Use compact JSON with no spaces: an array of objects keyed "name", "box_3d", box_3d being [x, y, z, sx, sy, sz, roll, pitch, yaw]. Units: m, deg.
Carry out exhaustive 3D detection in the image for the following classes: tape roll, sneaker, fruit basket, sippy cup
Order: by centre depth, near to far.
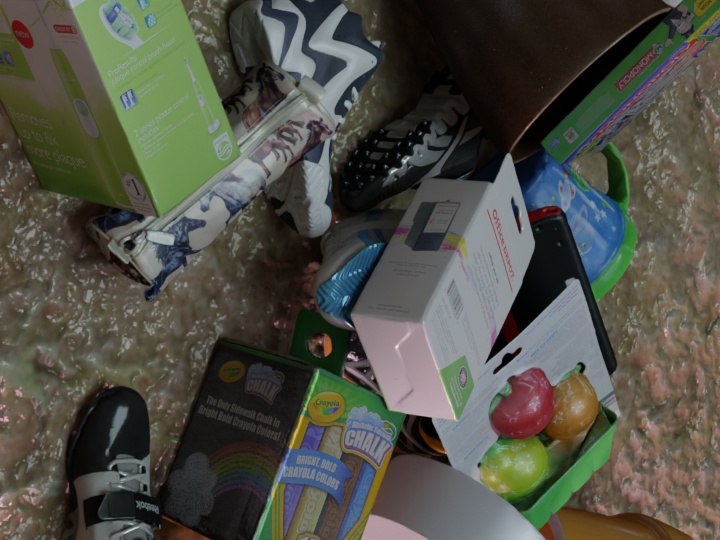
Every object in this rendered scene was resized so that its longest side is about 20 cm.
[{"name":"sneaker","box_3d":[-0.180,0.192,1.218,0.074,0.088,0.202,8,92,-45]},{"name":"sneaker","box_3d":[-0.025,-0.137,1.307,0.129,0.079,0.201,-25,106,-31]},{"name":"sneaker","box_3d":[0.000,0.000,1.325,0.200,0.080,0.077,-33,124,-64]},{"name":"sneaker","box_3d":[0.059,-0.099,1.414,0.200,0.066,0.091,-46,126,-32]},{"name":"tape roll","box_3d":[0.085,0.256,1.427,0.071,0.201,0.203,-51,131,-25]},{"name":"sneaker","box_3d":[0.036,0.091,1.427,0.078,0.077,0.201,-51,130,-23]},{"name":"fruit basket","box_3d":[0.147,0.127,1.428,0.185,0.093,0.201,-42,132,-17]},{"name":"sippy cup","box_3d":[0.170,-0.047,1.506,0.130,0.139,0.179,47,42,-30]}]

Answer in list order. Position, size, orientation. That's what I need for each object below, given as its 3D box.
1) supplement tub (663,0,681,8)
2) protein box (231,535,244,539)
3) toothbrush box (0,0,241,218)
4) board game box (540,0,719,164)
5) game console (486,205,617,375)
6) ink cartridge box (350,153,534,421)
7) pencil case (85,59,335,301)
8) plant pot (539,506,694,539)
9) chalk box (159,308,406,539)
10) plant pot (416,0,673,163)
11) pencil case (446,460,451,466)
[{"name":"supplement tub","box_3d":[0.241,-0.288,1.506,0.199,0.140,0.142,10,92,-47]},{"name":"protein box","box_3d":[-0.104,0.342,1.211,0.199,0.135,0.199,-37,146,-3]},{"name":"toothbrush box","box_3d":[-0.185,-0.149,1.089,0.086,0.145,0.201,-40,126,-32]},{"name":"board game box","box_3d":[0.251,-0.174,1.387,0.200,0.029,0.134,-45,171,23]},{"name":"game console","box_3d":[0.129,0.047,1.472,0.175,0.031,0.201,-22,123,4]},{"name":"ink cartridge box","box_3d":[0.072,0.007,1.303,0.201,0.067,0.118,-60,143,-38]},{"name":"pencil case","box_3d":[-0.109,-0.070,1.187,0.200,0.089,0.078,-43,107,-6]},{"name":"plant pot","box_3d":[0.223,0.323,1.609,0.182,0.200,0.202,29,78,-30]},{"name":"chalk box","box_3d":[-0.056,0.134,1.307,0.123,0.124,0.202,30,79,-45]},{"name":"plant pot","box_3d":[0.130,-0.228,1.357,0.186,0.187,0.200,-34,79,-36]},{"name":"pencil case","box_3d":[0.154,0.169,1.562,0.200,0.085,0.084,-50,129,-27]}]
